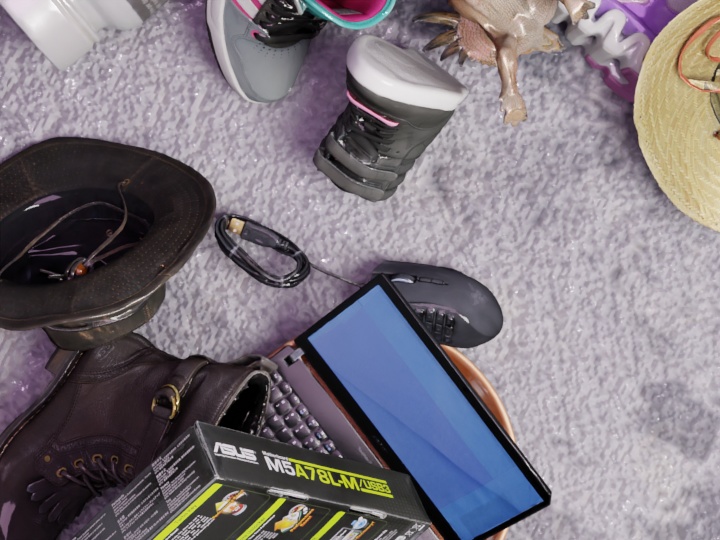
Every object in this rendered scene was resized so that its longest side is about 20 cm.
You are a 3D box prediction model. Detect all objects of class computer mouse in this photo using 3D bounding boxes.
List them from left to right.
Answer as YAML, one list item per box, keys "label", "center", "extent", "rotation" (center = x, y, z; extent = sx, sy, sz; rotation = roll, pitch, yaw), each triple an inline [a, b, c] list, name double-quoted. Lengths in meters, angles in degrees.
- label: "computer mouse"
  center: [0.000, 0.000, 1.405]
  extent: [0.199, 0.034, 0.059]
  rotation: [18, 48, -2]

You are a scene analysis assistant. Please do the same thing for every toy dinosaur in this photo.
- label: "toy dinosaur"
  center: [0.073, -0.182, 1.340]
  extent: [0.086, 0.136, 0.200]
  rotation: [-34, 128, -7]

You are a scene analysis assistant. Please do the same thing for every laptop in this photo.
- label: "laptop"
  center: [-0.013, 0.131, 1.352]
  extent: [0.200, 0.103, 0.177]
  rotation: [-37, 89, -2]

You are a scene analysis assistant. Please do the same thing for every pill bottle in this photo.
- label: "pill bottle"
  center: [-0.147, -0.227, 1.381]
  extent: [0.200, 0.114, 0.114]
  rotation: [-41, 90, -2]

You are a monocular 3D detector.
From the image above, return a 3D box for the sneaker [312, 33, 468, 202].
- label: "sneaker"
  center: [0.011, -0.089, 1.347]
  extent: [0.071, 0.200, 0.099]
  rotation: [37, 99, 7]

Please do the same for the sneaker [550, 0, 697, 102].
- label: "sneaker"
  center: [0.149, -0.205, 1.409]
  extent: [0.088, 0.080, 0.200]
  rotation: [-45, 96, -7]

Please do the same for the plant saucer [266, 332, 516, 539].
- label: "plant saucer"
  center: [0.004, 0.132, 1.419]
  extent: [0.200, 0.032, 0.201]
  rotation: [0, 88, -2]

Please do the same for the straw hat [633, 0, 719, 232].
- label: "straw hat"
  center: [0.267, -0.125, 1.396]
  extent: [0.200, 0.085, 0.202]
  rotation: [-1, 126, -1]

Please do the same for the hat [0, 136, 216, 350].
- label: "hat"
  center: [-0.180, -0.002, 1.379]
  extent: [0.200, 0.201, 0.081]
  rotation: [-16, 128, -1]

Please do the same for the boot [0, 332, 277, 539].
- label: "boot"
  center: [-0.148, 0.123, 1.348]
  extent: [0.069, 0.174, 0.200]
  rotation: [28, 86, -45]

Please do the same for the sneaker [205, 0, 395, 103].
- label: "sneaker"
  center: [-0.031, -0.170, 1.341]
  extent: [0.083, 0.121, 0.200]
  rotation: [-19, 134, -27]

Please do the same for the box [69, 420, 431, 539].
- label: "box"
  center: [-0.089, 0.179, 1.288]
  extent: [0.200, 0.193, 0.048]
  rotation: [-44, 50, 24]
